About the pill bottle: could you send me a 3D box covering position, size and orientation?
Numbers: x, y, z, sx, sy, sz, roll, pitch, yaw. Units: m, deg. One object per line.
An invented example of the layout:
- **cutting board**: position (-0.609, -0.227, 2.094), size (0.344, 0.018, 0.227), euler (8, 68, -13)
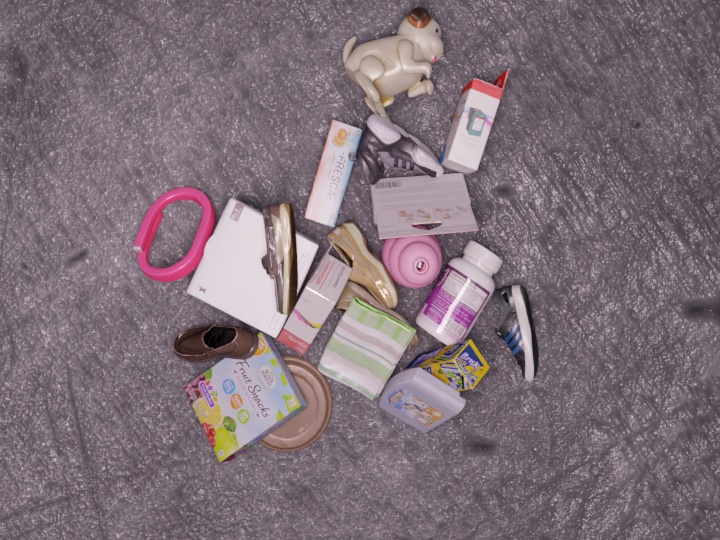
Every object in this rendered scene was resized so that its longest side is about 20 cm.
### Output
- **pill bottle**: position (0.204, 0.047, 1.425), size (0.111, 0.112, 0.203), euler (31, 91, -5)

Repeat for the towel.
- **towel**: position (0.008, 0.162, 1.412), size (0.146, 0.031, 0.203), euler (25, 125, -4)

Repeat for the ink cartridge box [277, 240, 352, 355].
- **ink cartridge box**: position (-0.081, 0.052, 1.359), size (0.066, 0.118, 0.202), euler (29, 129, -3)

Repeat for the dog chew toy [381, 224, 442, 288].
- **dog chew toy**: position (0.104, -0.022, 1.368), size (0.120, 0.200, 0.129), euler (0, 99, -2)

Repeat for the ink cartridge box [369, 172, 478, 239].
- **ink cartridge box**: position (0.121, -0.116, 1.386), size (0.193, 0.179, 0.045), euler (-4, 137, -2)

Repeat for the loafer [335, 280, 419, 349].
- **loafer**: position (0.030, 0.103, 1.434), size (0.198, 0.076, 0.068), euler (36, 75, 5)

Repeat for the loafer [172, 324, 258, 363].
- **loafer**: position (-0.296, 0.133, 1.390), size (0.194, 0.071, 0.075), euler (-8, 57, 23)

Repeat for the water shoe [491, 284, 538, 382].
- **water shoe**: position (0.323, 0.132, 1.470), size (0.077, 0.071, 0.207), euler (-7, 96, 25)

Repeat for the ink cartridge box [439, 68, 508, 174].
- **ink cartridge box**: position (0.224, -0.302, 1.401), size (0.065, 0.116, 0.206), euler (18, 92, -4)

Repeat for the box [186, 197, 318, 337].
- **box**: position (-0.207, -0.008, 1.388), size (0.196, 0.131, 0.203), euler (27, 92, -4)

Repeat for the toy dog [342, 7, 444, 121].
- **toy dog**: position (0.078, -0.417, 1.390), size (0.198, 0.140, 0.196), euler (-37, 59, 2)

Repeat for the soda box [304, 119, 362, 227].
- **soda box**: position (-0.055, -0.194, 1.418), size (0.066, 0.064, 0.206), euler (17, 93, -4)

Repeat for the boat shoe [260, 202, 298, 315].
- **boat shoe**: position (-0.151, -0.021, 1.295), size (0.063, 0.073, 0.207), euler (0, 91, 7)

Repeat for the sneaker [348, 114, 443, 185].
- **sneaker**: position (0.068, -0.216, 1.395), size (0.197, 0.076, 0.114), euler (27, 115, -29)

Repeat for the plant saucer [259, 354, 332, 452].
- **plant saucer**: position (-0.154, 0.280, 1.462), size (0.193, 0.029, 0.207), euler (0, 94, -2)

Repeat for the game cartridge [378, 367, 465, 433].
- **game cartridge**: position (0.112, 0.259, 1.398), size (0.131, 0.201, 0.042), euler (28, 59, -5)

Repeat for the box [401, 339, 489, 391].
- **box**: position (0.162, 0.197, 1.387), size (0.064, 0.199, 0.071), euler (-40, 95, -31)

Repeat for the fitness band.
- **fitness band**: position (-0.363, -0.074, 1.378), size (0.139, 0.038, 0.205), euler (5, 61, 15)

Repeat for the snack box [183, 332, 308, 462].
- **snack box**: position (-0.229, 0.252, 1.405), size (0.198, 0.068, 0.171), euler (-34, 74, 3)

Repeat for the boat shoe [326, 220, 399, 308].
- **boat shoe**: position (0.000, 0.000, 1.407), size (0.075, 0.072, 0.202), euler (-27, 69, -21)
